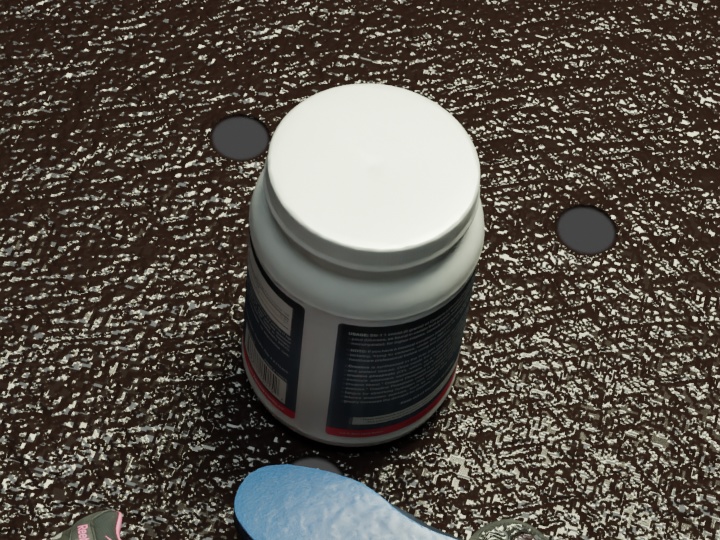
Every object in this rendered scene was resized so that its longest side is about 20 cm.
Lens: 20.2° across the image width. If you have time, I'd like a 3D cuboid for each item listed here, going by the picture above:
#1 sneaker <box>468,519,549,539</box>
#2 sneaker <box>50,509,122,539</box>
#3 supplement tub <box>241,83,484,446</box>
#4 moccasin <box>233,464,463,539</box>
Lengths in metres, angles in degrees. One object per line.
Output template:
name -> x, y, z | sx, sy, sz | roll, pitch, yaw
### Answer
sneaker -> 0.087, 0.237, 1.097 | 0.075, 0.115, 0.202 | -17, 84, -19
sneaker -> -0.109, 0.208, 1.142 | 0.200, 0.079, 0.095 | 40, 48, 20
supplement tub -> 0.000, 0.000, 1.219 | 0.139, 0.201, 0.141 | 3, 53, -4
moccasin -> 0.015, 0.181, 1.173 | 0.199, 0.068, 0.081 | 26, 63, 14
